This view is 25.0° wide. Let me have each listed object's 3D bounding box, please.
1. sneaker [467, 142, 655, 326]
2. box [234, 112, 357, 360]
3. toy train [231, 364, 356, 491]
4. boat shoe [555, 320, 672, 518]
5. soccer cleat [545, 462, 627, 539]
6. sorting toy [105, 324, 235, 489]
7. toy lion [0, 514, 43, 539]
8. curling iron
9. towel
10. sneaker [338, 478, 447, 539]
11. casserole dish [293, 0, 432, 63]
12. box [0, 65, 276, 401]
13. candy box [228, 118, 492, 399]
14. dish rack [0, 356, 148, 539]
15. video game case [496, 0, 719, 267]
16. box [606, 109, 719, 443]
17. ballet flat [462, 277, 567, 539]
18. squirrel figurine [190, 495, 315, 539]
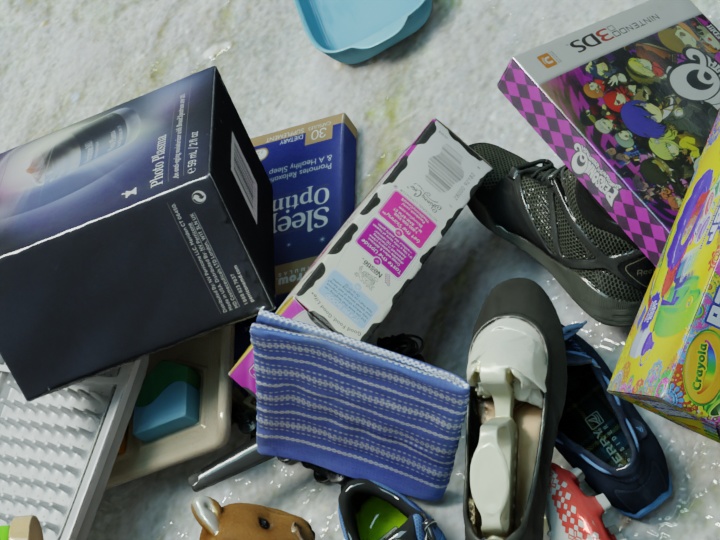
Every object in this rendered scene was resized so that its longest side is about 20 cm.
[{"bbox_3d":[0.146,-0.060,1.166,0.076,0.115,0.199,-15,42,-31],"label":"sneaker"},{"bbox_3d":[-0.063,-0.029,1.320,0.120,0.032,0.202,-13,55,20],"label":"box"},{"bbox_3d":[-0.065,0.113,1.225,0.199,0.034,0.046,24,70,37],"label":"toy train"},{"bbox_3d":[0.145,0.078,1.111,0.084,0.069,0.200,-44,50,-4],"label":"boat shoe"},{"bbox_3d":[0.142,0.211,1.028,0.084,0.069,0.201,-26,55,2],"label":"soccer cleat"},{"bbox_3d":[-0.174,0.076,1.275,0.199,0.036,0.187,-25,49,31],"label":"sorting toy"},{"bbox_3d":[-0.240,0.297,1.100,0.068,0.193,0.201,-5,46,1],"label":"toy lion"},{"bbox_3d":[-0.036,0.107,1.182,0.199,0.026,0.050,-33,23,-7],"label":"curling iron"},{"bbox_3d":[-0.005,0.096,1.067,0.143,0.201,0.024,17,63,6],"label":"towel"},{"bbox_3d":[0.041,0.213,1.065,0.078,0.089,0.200,-43,49,-2],"label":"sneaker"},{"bbox_3d":[0.000,-0.257,1.432,0.120,0.039,0.201,-28,50,10],"label":"casserole dish"},{"bbox_3d":[-0.175,-0.032,1.202,0.196,0.124,0.201,-22,28,7],"label":"box"},{"bbox_3d":[0.000,0.000,1.163,0.061,0.136,0.201,38,54,-3],"label":"candy box"},{"bbox_3d":[-0.240,0.131,1.242,0.170,0.043,0.202,2,66,39],"label":"dish rack"},{"bbox_3d":[0.219,-0.092,1.105,0.180,0.036,0.201,-25,66,-34],"label":"video game case"},{"bbox_3d":[0.280,0.019,0.956,0.191,0.122,0.202,24,85,-5],"label":"box"},{"bbox_3d":[0.097,0.094,1.046,0.067,0.068,0.202,-3,71,18],"label":"ballet flat"},{"bbox_3d":[-0.101,0.248,1.093,0.198,0.142,0.188,-21,45,11],"label":"squirrel figurine"}]
